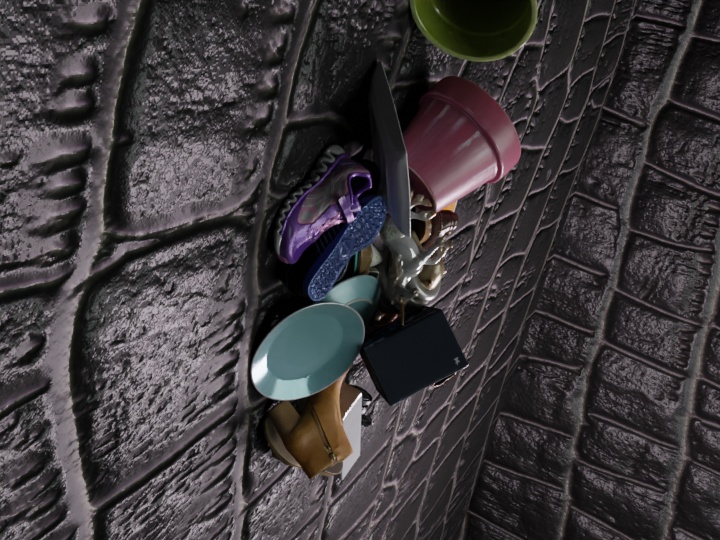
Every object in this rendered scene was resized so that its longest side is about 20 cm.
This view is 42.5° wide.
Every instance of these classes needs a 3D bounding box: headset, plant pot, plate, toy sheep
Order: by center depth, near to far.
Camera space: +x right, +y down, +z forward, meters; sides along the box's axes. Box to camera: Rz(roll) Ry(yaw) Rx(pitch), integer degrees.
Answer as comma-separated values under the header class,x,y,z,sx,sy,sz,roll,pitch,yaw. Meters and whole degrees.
class,x,y,z,sx,sy,sz,roll,pitch,yaw
plate,0.042,-0.181,1.419,0.201,0.032,0.201,83,-5,-54
plant pot,0.198,-0.469,1.454,0.201,0.198,0.191,86,21,-52
plate,-0.085,0.123,1.456,0.199,0.026,0.201,-19,136,-20
plate,-0.037,0.092,1.536,0.199,0.026,0.201,-35,152,-22
plant pot,0.145,-0.201,1.590,0.179,0.200,0.200,-44,154,-16
toy sheep,0.067,0.013,1.647,0.137,0.199,0.139,19,62,-41
headset,-0.014,0.289,1.821,0.124,0.093,0.200,-63,171,-13

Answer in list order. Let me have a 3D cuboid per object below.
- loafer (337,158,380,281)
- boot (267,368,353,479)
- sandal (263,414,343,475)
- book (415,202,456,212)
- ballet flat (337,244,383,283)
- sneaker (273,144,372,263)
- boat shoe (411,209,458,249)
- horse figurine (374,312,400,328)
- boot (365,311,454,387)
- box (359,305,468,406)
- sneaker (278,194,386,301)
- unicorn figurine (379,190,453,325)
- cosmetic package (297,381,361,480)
class,x,y,z,sx,sy,sz,roll,pitch,yaw
loafer,-0.023,-0.080,1.455,0.063,0.071,0.202,-62,173,-84
boot,-0.051,0.247,1.569,0.201,0.145,0.071,-36,180,-32
sandal,-0.120,0.315,1.604,0.211,0.069,0.078,36,44,-43
book,0.160,-0.157,1.867,0.133,0.048,0.202,1,109,-67
ballet flat,0.000,0.000,1.565,0.072,0.068,0.201,-13,133,-24
sneaker,-0.049,-0.089,1.331,0.201,0.088,0.081,-57,159,-23
boat shoe,0.122,-0.071,1.701,0.200,0.070,0.071,163,-80,-75
horse figurine,0.072,0.038,1.771,0.133,0.050,0.201,-56,-167,31
boot,0.100,0.147,1.804,0.188,0.199,0.069,-9,121,-67
box,0.082,0.142,1.595,0.147,0.108,0.200,-26,-178,-5
sneaker,-0.043,-0.045,1.383,0.200,0.078,0.070,-50,139,-23
unicorn figurine,0.082,-0.031,1.535,0.137,0.201,0.074,-28,178,1
cosmetic package,-0.056,0.286,1.699,0.074,0.101,0.201,-49,155,-36
